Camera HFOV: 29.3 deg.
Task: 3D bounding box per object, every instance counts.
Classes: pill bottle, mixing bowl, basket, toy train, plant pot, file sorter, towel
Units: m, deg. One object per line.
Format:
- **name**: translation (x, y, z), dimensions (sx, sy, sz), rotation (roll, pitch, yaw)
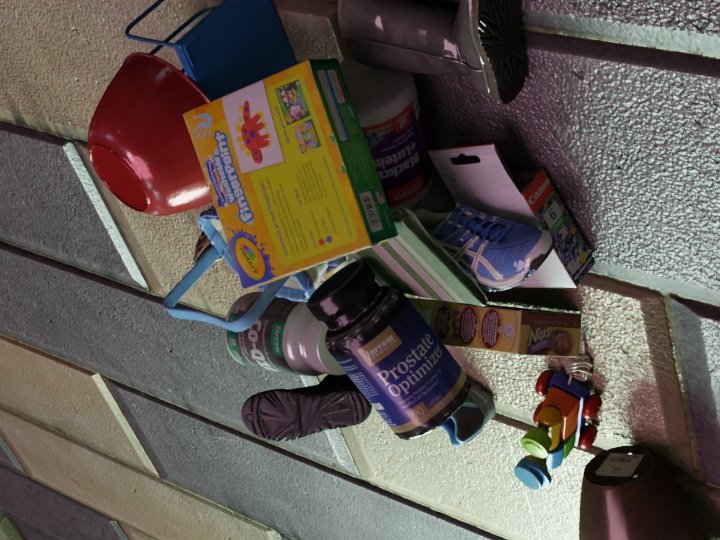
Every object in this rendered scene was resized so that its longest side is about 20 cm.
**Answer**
- **pill bottle**: translation (-0.094, 0.092, 1.981), dimensions (0.200, 0.113, 0.113), rotation (4, 134, 46)
- **pill bottle**: translation (0.030, 0.090, 1.610), dimensions (0.200, 0.112, 0.112), rotation (51, 149, -12)
- **pill bottle**: translation (0.022, -0.132, 1.552), dimensions (0.111, 0.111, 0.200), rotation (20, 145, 31)
- **mixing bowl**: translation (-0.239, -0.137, 1.582), dimensions (0.200, 0.108, 0.200), rotation (35, 152, 21)
- **basket**: translation (-0.132, -0.014, 1.650), dimensions (0.176, 0.200, 0.139), rotation (9, 147, 48)
- **toy train**: translation (0.239, 0.181, 1.715), dimensions (0.085, 0.116, 0.200), rotation (26, 147, 23)
- **plant pot**: translation (0.352, 0.330, 1.750), dimensions (0.187, 0.187, 0.200), rotation (3, 119, 47)
- **file sorter**: translation (-0.166, -0.228, 1.617), dimensions (0.123, 0.139, 0.200), rotation (18, 143, 39)
- **towel**: translation (0.041, -0.021, 1.548), dimensions (0.153, 0.023, 0.200), rotation (46, 161, -25)

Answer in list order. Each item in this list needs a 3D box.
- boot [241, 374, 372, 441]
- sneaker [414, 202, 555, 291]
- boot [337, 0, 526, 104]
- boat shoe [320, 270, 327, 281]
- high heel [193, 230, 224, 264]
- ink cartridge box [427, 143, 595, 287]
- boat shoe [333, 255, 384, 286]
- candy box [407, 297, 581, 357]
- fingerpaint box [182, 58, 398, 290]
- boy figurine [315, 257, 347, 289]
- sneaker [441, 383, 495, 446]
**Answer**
- **boot**: translation (-0.056, 0.181, 1.965), dimensions (0.198, 0.162, 0.074), rotation (-8, 99, 11)
- **sneaker**: translation (0.125, -0.029, 1.504), dimensions (0.200, 0.076, 0.077), rotation (0, 136, 50)
- **boot**: translation (0.065, -0.258, 1.394), dimensions (0.200, 0.073, 0.182), rotation (29, 147, 32)
- **boat shoe**: translation (-0.018, 0.008, 1.836), dimensions (0.200, 0.060, 0.074), rotation (41, 111, -2)
- **high heel**: translation (-0.133, -0.060, 1.792), dimensions (0.071, 0.143, 0.200), rotation (51, 149, -18)
- **ink cartridge box**: translation (0.168, -0.070, 1.531), dimensions (0.109, 0.050, 0.200), rotation (0, 130, 50)
- **boat shoe**: translation (0.000, 0.000, 1.696), dimensions (0.071, 0.069, 0.200), rotation (142, 118, -73)
- **candy box**: translation (0.152, 0.068, 1.664), dimensions (0.117, 0.057, 0.200), rotation (6, 178, -44)
- **fingerpaint box**: translation (-0.074, -0.101, 1.452), dimensions (0.167, 0.073, 0.200), rotation (-19, 90, 28)
- **boy figurine**: translation (0.003, 0.011, 1.766), dimensions (0.200, 0.124, 0.064), rotation (59, -177, -10)
- **sneaker**: translation (0.088, 0.158, 1.893), dimensions (0.200, 0.082, 0.073), rotation (35, 152, 13)
